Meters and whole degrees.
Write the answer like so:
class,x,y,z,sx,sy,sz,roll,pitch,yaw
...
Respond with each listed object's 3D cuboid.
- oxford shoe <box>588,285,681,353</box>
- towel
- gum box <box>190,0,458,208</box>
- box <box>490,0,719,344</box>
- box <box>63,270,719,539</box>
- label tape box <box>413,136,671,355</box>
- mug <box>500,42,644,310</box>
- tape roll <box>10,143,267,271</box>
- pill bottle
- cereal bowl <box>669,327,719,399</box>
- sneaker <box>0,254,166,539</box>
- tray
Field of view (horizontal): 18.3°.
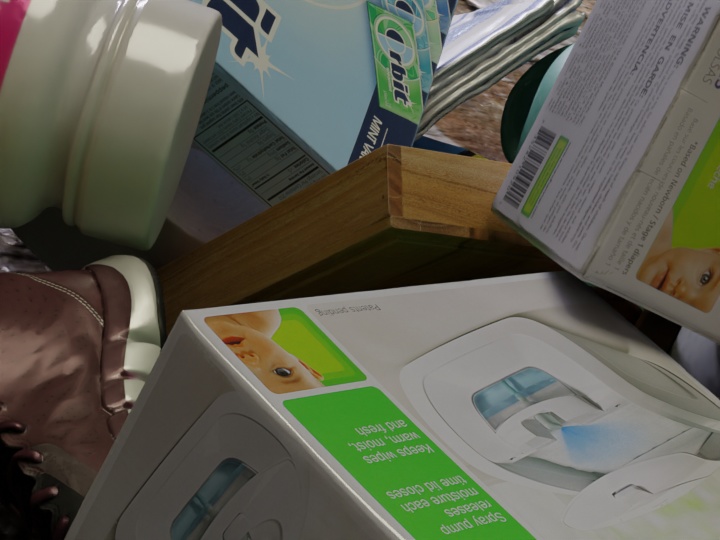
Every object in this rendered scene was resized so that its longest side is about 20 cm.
class,x,y,z,sx,sy,sz,roll,pitch,yaw
oxford shoe,0.085,0.037,0.910,0.071,0.072,0.200,25,-11,8
towel,0.016,-0.091,1.133,0.147,0.024,0.200,-34,13,-18
gum box,-0.051,-0.131,0.968,0.200,0.044,0.170,42,40,-22
box,0.167,-0.019,0.803,0.200,0.113,0.101,25,7,-20
box,0.046,0.095,0.678,0.200,0.097,0.176,-4,40,-49
label tape box,0.073,0.004,1.085,0.199,0.066,0.143,21,22,17
mug,0.134,-0.052,1.022,0.185,0.115,0.152,24,23,18
tape roll,-0.110,-0.092,1.008,0.066,0.201,0.200,-19,10,23
pill bottle,-0.160,-0.082,0.840,0.199,0.114,0.113,17,22,-1
cereal bowl,0.204,0.082,0.919,0.199,0.083,0.201,16,53,-23
sneaker,-0.120,0.073,0.760,0.115,0.076,0.200,1,38,-12
tray,0.000,0.000,0.911,0.098,0.037,0.200,8,-17,-30
